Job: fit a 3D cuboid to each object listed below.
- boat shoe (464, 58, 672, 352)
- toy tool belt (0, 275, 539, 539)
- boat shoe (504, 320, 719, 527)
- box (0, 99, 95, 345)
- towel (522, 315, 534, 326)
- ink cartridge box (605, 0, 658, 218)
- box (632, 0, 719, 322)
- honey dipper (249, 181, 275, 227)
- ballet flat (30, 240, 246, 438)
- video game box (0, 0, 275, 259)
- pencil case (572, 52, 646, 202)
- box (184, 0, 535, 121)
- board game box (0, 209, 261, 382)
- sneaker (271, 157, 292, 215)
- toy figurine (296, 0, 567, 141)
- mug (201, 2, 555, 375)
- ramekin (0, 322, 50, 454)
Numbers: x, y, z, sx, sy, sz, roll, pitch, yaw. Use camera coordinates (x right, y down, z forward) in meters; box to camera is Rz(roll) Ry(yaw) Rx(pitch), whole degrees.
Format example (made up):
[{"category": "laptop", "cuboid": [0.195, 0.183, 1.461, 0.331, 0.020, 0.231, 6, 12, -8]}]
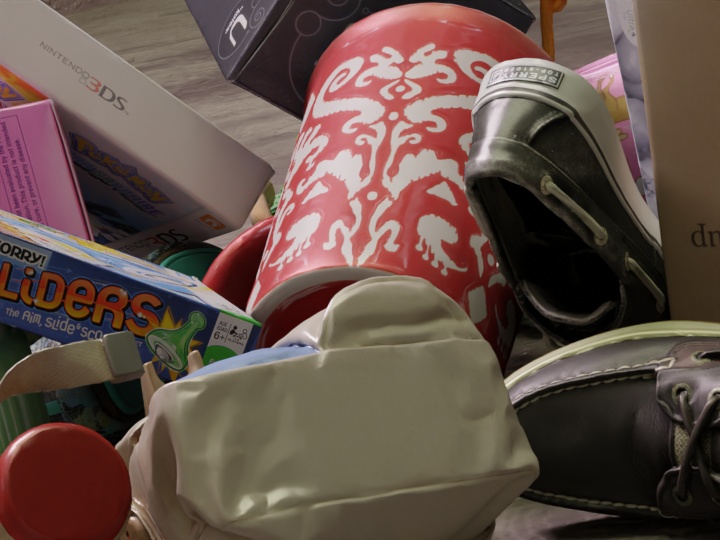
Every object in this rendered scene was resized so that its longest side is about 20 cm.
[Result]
[{"category": "boat shoe", "cuboid": [0.090, 0.003, 1.007, 0.071, 0.200, 0.064, -3, 51, 32]}, {"category": "toy tool belt", "cuboid": [-0.046, 0.081, 0.887, 0.200, 0.125, 0.123, -11, -19, -25]}, {"category": "boat shoe", "cuboid": [0.141, 0.057, 0.904, 0.200, 0.072, 0.066, -2, 8, 9]}, {"category": "box", "cuboid": [-0.247, 0.004, 1.220, 0.200, 0.097, 0.176, -14, -10, -19]}, {"category": "towel", "cuboid": [0.113, -0.006, 1.320, 0.152, 0.023, 0.200, -14, 13, -23]}, {"category": "ink cartridge box", "cuboid": [0.210, -0.051, 1.050, 0.200, 0.198, 0.043, -1, 21, 36]}, {"category": "box", "cuboid": [0.173, -0.034, 0.987, 0.095, 0.200, 0.078, -1, 14, 33]}, {"category": "honey dipper", "cuboid": [-0.040, 0.001, 1.250, 0.038, 0.038, 0.200, -10, 27, -5]}, {"category": "ballet flat", "cuboid": [-0.112, 0.035, 1.209, 0.074, 0.074, 0.200, -4, 10, 21]}, {"category": "video game box", "cuboid": [-0.169, -0.076, 1.284, 0.182, 0.200, 0.047, -19, 41, 59]}, {"category": "pencil case", "cuboid": [0.132, -0.069, 1.223, 0.200, 0.087, 0.083, -21, -18, 19]}, {"category": "box", "cuboid": [-0.012, -0.146, 1.255, 0.122, 0.106, 0.200, 27, 16, -24]}, {"category": "board game box", "cuboid": [-0.123, 0.006, 1.032, 0.135, 0.035, 0.200, 20, 1, -13]}, {"category": "sneaker", "cuboid": [0.000, -0.005, 1.303, 0.078, 0.085, 0.200, 34, -6, -21]}, {"category": "toy figurine", "cuboid": [0.076, -0.141, 1.365, 0.200, 0.184, 0.150, 11, 5, 12]}, {"category": "mug", "cuboid": [0.011, 0.004, 1.094, 0.133, 0.178, 0.200, 28, 34, -7]}, {"category": "ramekin", "cuboid": [-0.214, 0.081, 0.985, 0.200, 0.098, 0.200, -8, 13, 2]}]
